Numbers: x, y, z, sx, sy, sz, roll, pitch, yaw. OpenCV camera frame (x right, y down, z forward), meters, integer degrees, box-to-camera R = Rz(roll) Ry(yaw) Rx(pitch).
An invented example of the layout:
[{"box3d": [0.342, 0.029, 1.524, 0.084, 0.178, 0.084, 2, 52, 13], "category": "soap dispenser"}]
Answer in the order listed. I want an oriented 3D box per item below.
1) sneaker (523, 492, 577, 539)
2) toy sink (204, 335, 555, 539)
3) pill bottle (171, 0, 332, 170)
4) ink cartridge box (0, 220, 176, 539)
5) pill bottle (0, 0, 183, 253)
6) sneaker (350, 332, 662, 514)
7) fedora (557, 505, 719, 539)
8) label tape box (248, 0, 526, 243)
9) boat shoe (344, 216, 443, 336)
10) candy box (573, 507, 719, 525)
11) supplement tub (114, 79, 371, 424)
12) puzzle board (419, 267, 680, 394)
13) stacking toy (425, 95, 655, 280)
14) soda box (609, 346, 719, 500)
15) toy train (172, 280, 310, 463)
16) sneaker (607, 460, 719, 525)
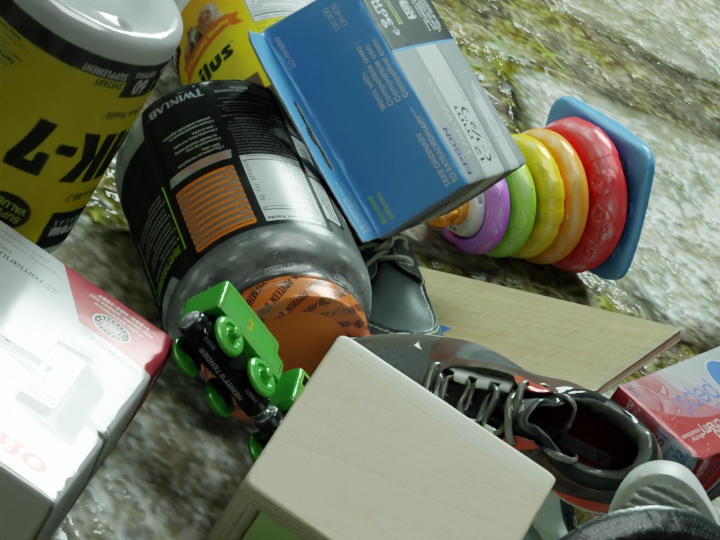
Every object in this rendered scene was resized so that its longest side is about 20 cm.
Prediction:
[{"box3d": [0.095, 0.179, 1.560, 0.074, 0.079, 0.201, 68, 2, -57], "category": "sneaker"}, {"box3d": [-0.012, 0.150, 1.400, 0.130, 0.200, 0.112, 34, 55, 0], "category": "toy sink"}, {"box3d": [-0.062, -0.129, 1.840, 0.109, 0.110, 0.200, 16, 31, -32], "category": "pill bottle"}, {"box3d": [-0.195, 0.063, 1.392, 0.146, 0.083, 0.200, 34, 26, -2], "category": "ink cartridge box"}, {"box3d": [-0.188, -0.078, 1.507, 0.114, 0.201, 0.115, 26, 27, -14], "category": "pill bottle"}, {"box3d": [0.074, 0.073, 1.513, 0.199, 0.078, 0.082, 14, -15, 1], "category": "sneaker"}, {"box3d": [0.115, 0.209, 1.429, 0.200, 0.202, 0.091, 20, 0, -26], "category": "fedora"}, {"box3d": [0.018, -0.101, 1.692, 0.144, 0.066, 0.200, 60, 17, 3], "category": "label tape box"}, {"box3d": [0.000, 0.000, 1.695, 0.072, 0.062, 0.200, 0, 23, -20], "category": "boat shoe"}, {"box3d": [0.141, 0.143, 1.675, 0.200, 0.057, 0.117, 43, 27, 14], "category": "candy box"}, {"box3d": [-0.066, -0.010, 1.621, 0.122, 0.123, 0.201, 17, 31, -31], "category": "supplement tub"}, {"box3d": [0.081, 0.040, 1.734, 0.199, 0.018, 0.151, 13, 19, 24], "category": "puzzle board"}, {"box3d": [0.095, -0.049, 1.914, 0.199, 0.110, 0.116, -6, 30, -37], "category": "stacking toy"}, {"box3d": [0.200, 0.099, 1.688, 0.070, 0.064, 0.200, 42, 23, 16], "category": "soda box"}, {"box3d": [-0.033, 0.089, 1.498, 0.200, 0.042, 0.057, 53, 28, -24], "category": "toy train"}, {"box3d": [0.168, 0.174, 1.532, 0.073, 0.201, 0.082, -6, 34, 5], "category": "sneaker"}]
